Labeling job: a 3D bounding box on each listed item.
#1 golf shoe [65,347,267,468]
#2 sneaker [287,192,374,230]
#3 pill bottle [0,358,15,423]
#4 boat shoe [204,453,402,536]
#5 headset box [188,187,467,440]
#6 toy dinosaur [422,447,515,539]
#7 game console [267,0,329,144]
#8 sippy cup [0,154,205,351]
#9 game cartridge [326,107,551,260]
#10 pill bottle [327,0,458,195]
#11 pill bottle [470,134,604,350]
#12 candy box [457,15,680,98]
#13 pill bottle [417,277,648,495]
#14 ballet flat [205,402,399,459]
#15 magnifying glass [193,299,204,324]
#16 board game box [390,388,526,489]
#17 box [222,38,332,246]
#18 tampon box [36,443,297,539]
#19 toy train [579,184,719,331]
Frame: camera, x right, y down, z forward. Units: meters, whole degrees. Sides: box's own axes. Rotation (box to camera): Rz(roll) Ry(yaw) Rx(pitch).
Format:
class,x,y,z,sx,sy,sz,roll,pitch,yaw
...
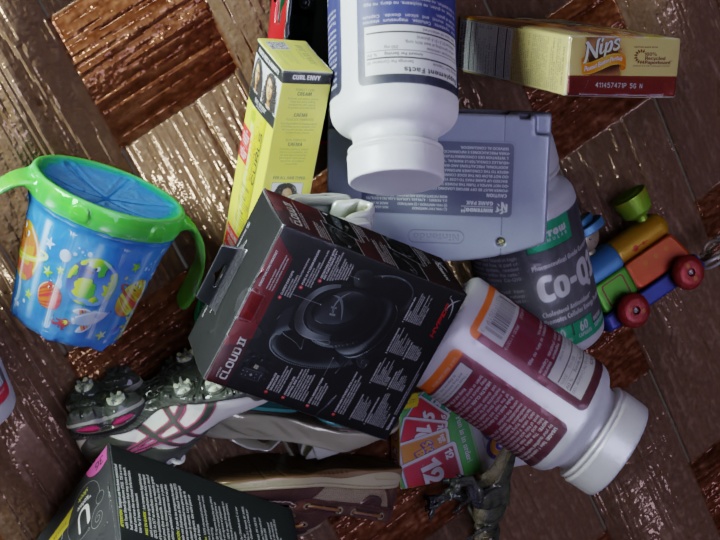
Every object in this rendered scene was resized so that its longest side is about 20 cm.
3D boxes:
class,x,y,z,sx,sy,sz,roll,pitch,yaw
golf shoe,-0.157,0.121,1.559,0.198,0.078,0.089,-12,122,10
sneaker,0.000,0.000,1.544,0.199,0.074,0.116,18,111,-35
pill bottle,-0.363,0.040,1.441,0.110,0.111,0.202,-25,112,-18
boat shoe,-0.053,0.213,1.656,0.198,0.072,0.073,2,101,-32
headset box,-0.037,0.035,1.469,0.198,0.077,0.150,20,108,-24
toy dinosaur,0.113,0.215,1.722,0.087,0.048,0.201,-2,138,-18
game console,0.000,-0.211,1.604,0.175,0.031,0.202,1,102,-29
sippy cup,-0.228,-0.010,1.490,0.176,0.140,0.132,24,106,10
game cartridge,0.068,-0.077,1.585,0.197,0.042,0.135,3,107,4
pill bottle,0.028,-0.171,1.509,0.110,0.111,0.203,5,76,-26
pill bottle,0.155,-0.024,1.671,0.112,0.113,0.202,-23,112,-19
candy box,0.182,-0.192,1.594,0.114,0.200,0.056,-1,102,-25
pill bottle,0.152,0.106,1.604,0.199,0.114,0.115,35,86,-4
ballet flat,-0.061,0.140,1.644,0.198,0.069,0.070,12,97,-25
magnifying glass,-0.052,0.059,1.595,0.198,0.022,0.080,14,70,-1
board game box,0.122,0.150,1.749,0.198,0.030,0.097,-9,106,-26
box,-0.073,-0.093,1.542,0.050,0.075,0.202,-1,119,-24
tampon box,-0.168,0.270,1.555,0.199,0.127,0.150,25,118,-29
toy train,0.290,-0.035,1.759,0.199,0.085,0.116,-33,101,-15
